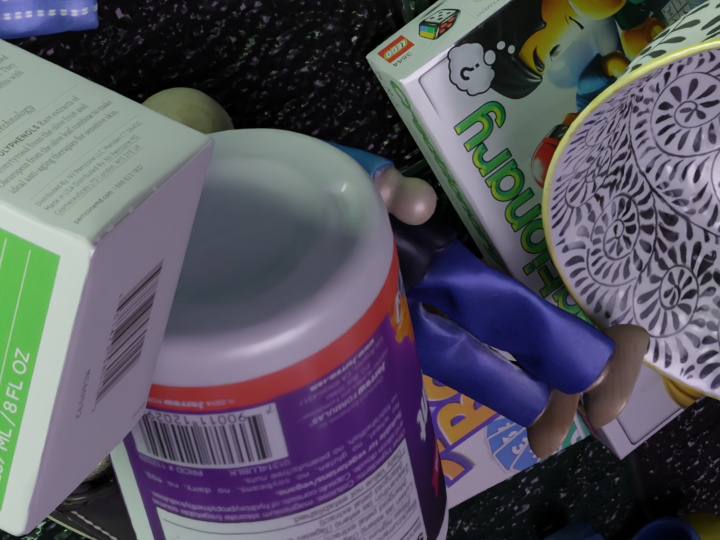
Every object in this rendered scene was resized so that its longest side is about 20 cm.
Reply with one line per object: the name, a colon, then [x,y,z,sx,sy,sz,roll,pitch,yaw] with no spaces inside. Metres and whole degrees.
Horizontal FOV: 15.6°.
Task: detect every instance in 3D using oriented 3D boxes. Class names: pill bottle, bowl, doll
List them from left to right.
pill bottle: [-0.029,0.060,0.901,0.111,0.111,0.201,-25,133,-14]
doll: [0.000,0.000,0.946,0.199,0.049,0.136,32,146,-17]
bowl: [0.171,-0.042,0.943,0.200,0.095,0.201,10,140,8]

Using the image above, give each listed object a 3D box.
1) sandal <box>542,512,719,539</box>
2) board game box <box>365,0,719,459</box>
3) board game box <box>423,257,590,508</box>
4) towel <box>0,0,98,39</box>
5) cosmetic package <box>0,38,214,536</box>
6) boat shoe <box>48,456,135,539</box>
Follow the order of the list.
sandal: [0.084,0.182,1.142,0.087,0.079,0.201,25,97,-35]
board game box: [0.101,-0.039,1.006,0.126,0.035,0.200,-37,122,-7]
board game box: [0.042,0.046,1.056,0.199,0.030,0.096,-25,128,-12]
towel: [-0.147,-0.154,0.814,0.144,0.024,0.201,-12,125,-23]
cosmetic package: [-0.155,-0.022,0.774,0.085,0.199,0.108,-48,158,-56]
boat shoe: [-0.108,0.053,0.944,0.072,0.066,0.201,-39,131,-2]
